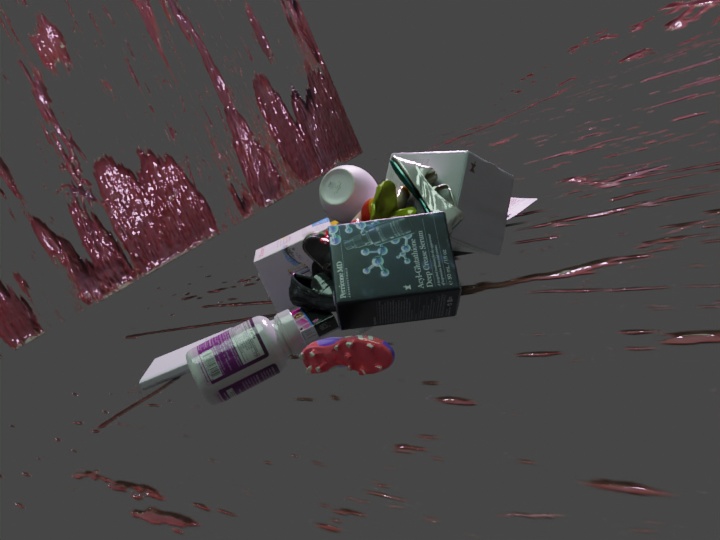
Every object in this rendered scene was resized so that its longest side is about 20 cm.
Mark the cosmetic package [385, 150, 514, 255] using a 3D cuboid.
[{"bbox_3d":[0.167,-0.134,1.314,0.167,0.167,0.200,16,-5,-43],"label":"cosmetic package"}]

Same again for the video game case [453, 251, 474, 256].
[{"bbox_3d":[0.185,-0.114,1.440,0.200,0.025,0.181,-10,65,43],"label":"video game case"}]

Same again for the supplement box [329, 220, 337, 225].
[{"bbox_3d":[0.002,-0.088,1.698,0.200,0.109,0.110,-20,15,17],"label":"supplement box"}]

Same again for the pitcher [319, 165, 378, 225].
[{"bbox_3d":[-0.017,-0.128,1.429,0.121,0.172,0.200,17,-4,26],"label":"pitcher"}]

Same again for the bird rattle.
[{"bbox_3d":[0.025,-0.088,1.246,0.200,0.113,0.163,-35,15,40],"label":"bird rattle"}]

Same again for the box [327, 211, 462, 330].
[{"bbox_3d":[0.053,0.001,1.093,0.200,0.149,0.107,-8,-29,-1],"label":"box"}]

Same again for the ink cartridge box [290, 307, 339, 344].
[{"bbox_3d":[-0.111,0.104,1.366,0.095,0.037,0.200,-26,13,-9],"label":"ink cartridge box"}]

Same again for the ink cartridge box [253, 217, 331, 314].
[{"bbox_3d":[-0.136,-0.013,1.585,0.200,0.145,0.147,-24,14,1],"label":"ink cartridge box"}]

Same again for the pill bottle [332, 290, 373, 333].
[{"bbox_3d":[0.055,0.025,1.214,0.200,0.117,0.116,-32,17,-26],"label":"pill bottle"}]

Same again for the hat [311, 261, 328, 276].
[{"bbox_3d":[0.000,0.000,1.433,0.200,0.081,0.201,-16,-30,-10],"label":"hat"}]

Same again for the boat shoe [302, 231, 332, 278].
[{"bbox_3d":[-0.034,-0.009,1.343,0.072,0.200,0.065,-52,3,18],"label":"boat shoe"}]

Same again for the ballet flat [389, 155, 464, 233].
[{"bbox_3d":[0.125,-0.147,1.203,0.069,0.069,0.200,-26,58,-7],"label":"ballet flat"}]

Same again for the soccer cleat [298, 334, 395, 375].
[{"bbox_3d":[-0.016,0.130,1.074,0.200,0.067,0.076,-14,13,43],"label":"soccer cleat"}]

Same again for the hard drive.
[{"bbox_3d":[-0.385,0.196,1.483,0.200,0.027,0.132,-22,15,5],"label":"hard drive"}]

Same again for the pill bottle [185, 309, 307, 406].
[{"bbox_3d":[-0.201,0.151,1.189,0.200,0.112,0.112,-26,15,-10],"label":"pill bottle"}]

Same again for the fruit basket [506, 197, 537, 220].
[{"bbox_3d":[0.263,-0.134,1.488,0.185,0.094,0.200,-33,20,-29],"label":"fruit basket"}]

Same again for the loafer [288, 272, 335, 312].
[{"bbox_3d":[-0.077,0.041,1.331,0.068,0.071,0.200,-19,16,-41],"label":"loafer"}]
